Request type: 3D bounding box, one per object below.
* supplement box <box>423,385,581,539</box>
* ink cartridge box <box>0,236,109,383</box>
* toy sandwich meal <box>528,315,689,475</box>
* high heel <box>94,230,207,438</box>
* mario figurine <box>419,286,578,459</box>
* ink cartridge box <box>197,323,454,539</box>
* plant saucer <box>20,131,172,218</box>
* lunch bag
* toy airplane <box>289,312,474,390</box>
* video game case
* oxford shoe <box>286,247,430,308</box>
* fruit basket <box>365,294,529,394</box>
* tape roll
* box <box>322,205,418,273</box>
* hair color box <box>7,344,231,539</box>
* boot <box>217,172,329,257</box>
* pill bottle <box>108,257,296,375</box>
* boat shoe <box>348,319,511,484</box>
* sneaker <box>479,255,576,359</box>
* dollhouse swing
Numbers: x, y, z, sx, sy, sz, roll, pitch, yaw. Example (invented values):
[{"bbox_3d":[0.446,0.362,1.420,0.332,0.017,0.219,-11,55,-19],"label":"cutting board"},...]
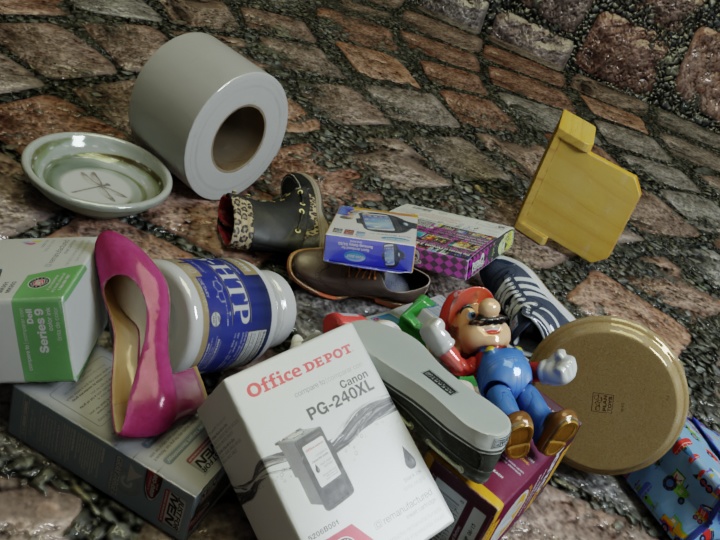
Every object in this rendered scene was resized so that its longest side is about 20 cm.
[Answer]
[{"bbox_3d":[0.132,0.207,0.837,0.085,0.112,0.198,34,33,24],"label":"supplement box"},{"bbox_3d":[-0.349,0.036,0.767,0.195,0.090,0.146,-3,23,-2],"label":"ink cartridge box"},{"bbox_3d":[0.275,0.144,0.951,0.202,0.209,0.070,26,18,10],"label":"toy sandwich meal"},{"bbox_3d":[-0.217,0.054,0.743,0.095,0.067,0.203,-9,71,-55],"label":"high heel"},{"bbox_3d":[0.138,0.082,0.821,0.123,0.106,0.201,37,16,-41],"label":"mario figurine"},{"bbox_3d":[-0.033,0.168,0.724,0.143,0.083,0.203,-21,76,-34],"label":"ink cartridge box"},{"bbox_3d":[-0.356,-0.119,1.114,0.196,0.051,0.202,16,30,-9],"label":"plant saucer"},{"bbox_3d":[0.422,0.254,0.992,0.197,0.095,0.151,16,26,-34],"label":"lunch bag"},{"bbox_3d":[0.011,0.122,0.866,0.197,0.143,0.200,30,31,14],"label":"toy airplane"},{"bbox_3d":[0.111,-0.049,1.254,0.196,0.037,0.180,15,24,28],"label":"video game case"},{"bbox_3d":[0.000,0.000,1.102,0.196,0.073,0.073,9,70,-19],"label":"oxford shoe"},{"bbox_3d":[0.127,0.089,1.044,0.184,0.095,0.198,37,30,26],"label":"fruit basket"},{"bbox_3d":[-0.222,-0.227,1.221,0.138,0.206,0.201,36,33,27],"label":"tape roll"},{"bbox_3d":[0.017,-0.043,1.101,0.116,0.043,0.200,7,15,3],"label":"box"},{"bbox_3d":[-0.212,0.151,0.761,0.197,0.062,0.099,27,30,12],"label":"hair color box"},{"bbox_3d":[-0.130,-0.085,1.183,0.147,0.074,0.202,8,39,-25],"label":"boot"},{"bbox_3d":[-0.158,0.047,0.882,0.119,0.121,0.199,34,17,23],"label":"pill bottle"},{"bbox_3d":[0.050,0.118,0.764,0.070,0.065,0.199,-6,33,-43],"label":"boat shoe"},{"bbox_3d":[0.223,0.051,1.187,0.107,0.071,0.200,-9,44,-44],"label":"sneaker"},{"bbox_3d":[0.397,-0.145,1.479,0.173,0.203,0.182,24,29,7],"label":"dollhouse swing"}]
